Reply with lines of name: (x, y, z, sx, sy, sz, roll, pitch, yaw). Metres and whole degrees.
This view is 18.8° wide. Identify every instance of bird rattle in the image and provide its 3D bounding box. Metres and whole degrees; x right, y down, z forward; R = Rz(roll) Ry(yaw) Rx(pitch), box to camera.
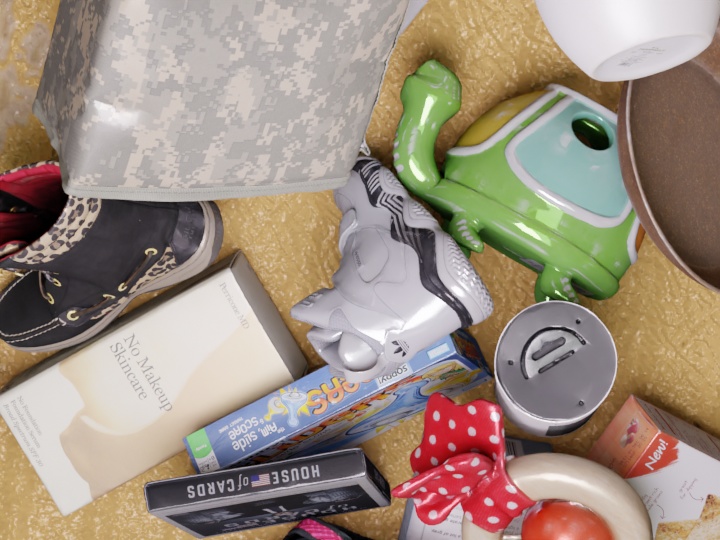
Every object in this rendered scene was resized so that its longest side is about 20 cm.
bird rattle: (0.115, 0.172, 1.463, 0.162, 0.113, 0.201, -4, 112, 13)

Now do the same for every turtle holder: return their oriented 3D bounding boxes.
turtle holder: (0.113, -0.061, 1.493, 0.185, 0.141, 0.132, 29, 87, 23)

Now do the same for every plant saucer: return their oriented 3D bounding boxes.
plant saucer: (0.233, -0.076, 1.471, 0.037, 0.200, 0.201, -16, 112, 44)

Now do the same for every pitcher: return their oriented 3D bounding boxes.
pitcher: (0.177, -0.229, 1.396, 0.121, 0.171, 0.201, -28, 72, 47)

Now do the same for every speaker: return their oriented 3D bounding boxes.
speaker: (0.130, 0.069, 1.480, 0.081, 0.200, 0.082, 0, 83, 3)

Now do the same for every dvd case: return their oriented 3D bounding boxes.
dvd case: (-0.060, 0.158, 1.525, 0.150, 0.200, 0.025, -10, 77, 4)

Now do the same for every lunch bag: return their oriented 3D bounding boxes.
lunch bag: (-0.074, -0.133, 1.278, 0.199, 0.118, 0.165, 3, 125, -25)

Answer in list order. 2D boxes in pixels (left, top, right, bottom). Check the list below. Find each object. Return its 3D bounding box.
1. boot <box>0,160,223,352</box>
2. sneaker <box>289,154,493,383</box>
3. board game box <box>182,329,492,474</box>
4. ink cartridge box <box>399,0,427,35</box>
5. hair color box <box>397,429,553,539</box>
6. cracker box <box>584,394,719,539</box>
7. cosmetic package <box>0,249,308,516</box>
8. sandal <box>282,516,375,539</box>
boot: (-0.210, -0.010, 1.473, 0.199, 0.150, 0.073, -22, 67, 29)
sneaker: (0.000, 0.000, 1.462, 0.115, 0.200, 0.075, -36, 127, -4)
board game box: (-0.013, 0.096, 1.532, 0.199, 0.135, 0.035, -27, 74, 9)
ink cartridge box: (-0.003, -0.234, 1.395, 0.146, 0.084, 0.200, 43, 61, -12)
hair color box: (0.075, 0.220, 1.608, 0.099, 0.061, 0.201, 12, 106, -4)
cracker box: (0.239, 0.191, 1.571, 0.200, 0.058, 0.134, 27, 106, -26)
cosmetic package: (-0.148, 0.080, 1.554, 0.200, 0.071, 0.105, -30, 98, 9)
sandal: (-0.013, 0.201, 1.574, 0.199, 0.075, 0.045, -9, 72, 39)
